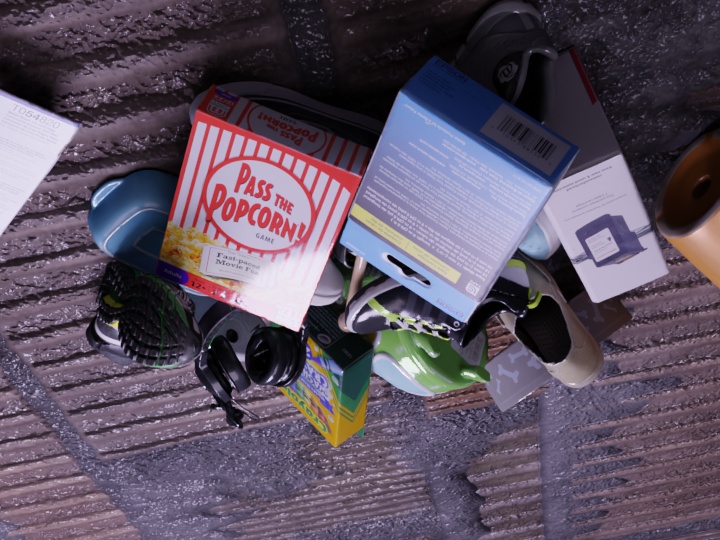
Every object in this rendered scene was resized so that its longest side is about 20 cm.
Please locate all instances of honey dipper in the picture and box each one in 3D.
[{"bbox_3d":[0.000,0.000,1.011,0.038,0.038,0.200,-1,140,-11],"label":"honey dipper"}]

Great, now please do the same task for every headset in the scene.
[{"bbox_3d":[-0.125,0.089,1.068,0.123,0.094,0.201,-11,133,-28],"label":"headset"}]

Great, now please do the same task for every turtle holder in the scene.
[{"bbox_3d":[0.054,0.069,1.128,0.185,0.142,0.131,13,154,-43],"label":"turtle holder"}]

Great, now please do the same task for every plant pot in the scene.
[{"bbox_3d":[0.413,-0.050,1.031,0.183,0.201,0.200,26,132,-16],"label":"plant pot"}]

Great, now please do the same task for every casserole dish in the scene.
[{"bbox_3d":[-0.185,-0.030,1.034,0.121,0.039,0.200,-35,136,30],"label":"casserole dish"}]

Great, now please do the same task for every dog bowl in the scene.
[{"bbox_3d":[0.225,0.087,1.178,0.200,0.059,0.200,-36,170,-7],"label":"dog bowl"}]

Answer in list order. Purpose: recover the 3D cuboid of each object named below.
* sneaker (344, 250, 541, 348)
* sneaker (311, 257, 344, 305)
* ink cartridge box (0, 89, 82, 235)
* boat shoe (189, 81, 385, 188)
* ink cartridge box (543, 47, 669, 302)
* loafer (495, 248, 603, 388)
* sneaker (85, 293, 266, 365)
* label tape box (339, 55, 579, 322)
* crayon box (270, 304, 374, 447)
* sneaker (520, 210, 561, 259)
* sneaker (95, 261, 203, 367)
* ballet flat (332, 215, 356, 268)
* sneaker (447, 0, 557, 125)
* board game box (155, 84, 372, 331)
[{"bbox_3d":[0.078,0.039,0.996,0.199,0.083,0.072,-20,157,16],"label":"sneaker"},{"bbox_3d":[-0.069,-0.042,1.005,0.088,0.075,0.200,-36,125,19],"label":"sneaker"},{"bbox_3d":[-0.377,-0.115,0.882,0.199,0.041,0.200,23,131,-35],"label":"ink cartridge box"},{"bbox_3d":[-0.059,-0.115,0.928,0.199,0.068,0.072,12,137,-25],"label":"boat shoe"},{"bbox_3d":[0.214,-0.085,0.962,0.084,0.145,0.200,-23,140,15],"label":"ink cartridge box"},{"bbox_3d":[0.181,0.036,1.070,0.076,0.200,0.068,-45,150,8],"label":"loafer"},{"bbox_3d":[-0.211,0.072,1.141,0.199,0.073,0.112,17,148,-33],"label":"sneaker"},{"bbox_3d":[0.077,-0.062,0.864,0.143,0.066,0.200,33,143,7],"label":"label tape box"},{"bbox_3d":[-0.048,0.119,1.174,0.051,0.126,0.200,-34,151,-26],"label":"crayon box"},{"bbox_3d":[0.141,-0.051,1.020,0.082,0.074,0.200,-50,141,-5],"label":"sneaker"},{"bbox_3d":[-0.189,0.039,0.975,0.085,0.200,0.078,12,101,-30],"label":"sneaker"},{"bbox_3d":[0.050,-0.063,1.016,0.200,0.069,0.068,-36,135,29],"label":"ballet flat"},{"bbox_3d":[0.102,-0.130,0.881,0.075,0.116,0.200,13,126,-30],"label":"sneaker"},{"bbox_3d":[-0.093,-0.051,0.916,0.151,0.046,0.200,21,130,-2],"label":"board game box"}]
